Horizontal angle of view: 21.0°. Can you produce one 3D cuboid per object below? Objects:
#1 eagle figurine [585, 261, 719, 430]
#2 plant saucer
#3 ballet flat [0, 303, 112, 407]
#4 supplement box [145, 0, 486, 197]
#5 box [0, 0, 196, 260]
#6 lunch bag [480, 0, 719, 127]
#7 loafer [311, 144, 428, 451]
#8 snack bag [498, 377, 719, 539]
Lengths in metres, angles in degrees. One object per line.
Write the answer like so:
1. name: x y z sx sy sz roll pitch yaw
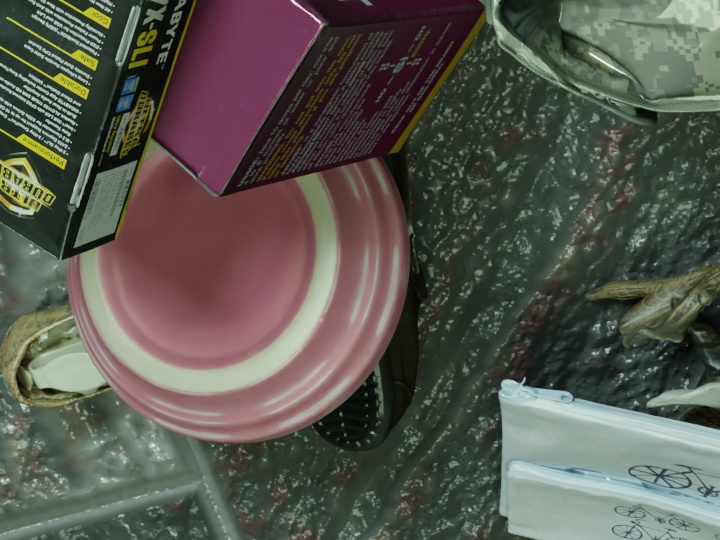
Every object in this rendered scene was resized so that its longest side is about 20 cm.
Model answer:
1. eagle figurine: 0.244 0.074 1.111 0.151 0.152 0.200 -37 107 -4
2. plant saucer: -0.074 -0.007 1.053 0.200 0.051 0.201 -2 84 20
3. ballet flat: -0.118 0.036 1.126 0.200 0.065 0.071 -22 114 11
4. supplement box: -0.043 -0.124 0.950 0.131 0.200 0.103 41 114 14
5. box: -0.177 -0.123 0.874 0.200 0.049 0.160 31 120 18
6. lunch bag: 0.155 -0.149 0.973 0.200 0.164 0.118 -6 114 4
7. loafer: 0.000 0.000 1.113 0.073 0.071 0.200 10 108 28
8. snack bag: 0.170 0.130 1.116 0.188 0.021 0.200 13 153 11
